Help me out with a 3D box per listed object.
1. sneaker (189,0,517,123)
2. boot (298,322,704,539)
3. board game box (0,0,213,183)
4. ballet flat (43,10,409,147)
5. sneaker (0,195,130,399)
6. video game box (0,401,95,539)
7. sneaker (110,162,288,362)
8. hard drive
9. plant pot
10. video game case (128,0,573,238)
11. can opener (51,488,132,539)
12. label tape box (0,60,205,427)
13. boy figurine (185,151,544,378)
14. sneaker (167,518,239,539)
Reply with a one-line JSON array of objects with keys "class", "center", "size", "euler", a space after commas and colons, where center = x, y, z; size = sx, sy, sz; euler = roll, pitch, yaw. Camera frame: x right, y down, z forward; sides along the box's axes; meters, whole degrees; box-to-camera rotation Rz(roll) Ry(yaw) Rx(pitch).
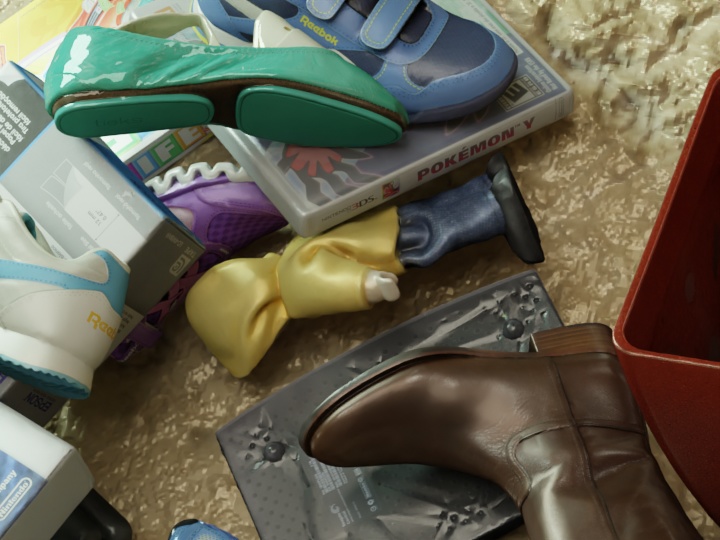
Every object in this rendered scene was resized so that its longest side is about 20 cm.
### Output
[{"class": "sneaker", "center": [-0.008, -0.143, 1.631], "size": [0.199, 0.083, 0.074], "euler": [19, 48, 17]}, {"class": "boot", "center": [0.079, 0.129, 1.492], "size": [0.185, 0.064, 0.201], "euler": [-17, 53, -3]}, {"class": "board game box", "center": [-0.152, -0.114, 1.760], "size": [0.199, 0.034, 0.135], "euler": [-35, 61, -2]}, {"class": "ballet flat", "center": [-0.071, -0.109, 1.594], "size": [0.198, 0.067, 0.071], "euler": [2, 67, -6]}, {"class": "sneaker", "center": [-0.214, -0.002, 1.563], "size": [0.199, 0.077, 0.081], "euler": [22, 78, 17]}, {"class": "video game box", "center": [-0.269, 0.135, 1.538], "size": [0.182, 0.047, 0.200], "euler": [27, 67, 29]}, {"class": "sneaker", "center": [-0.124, 0.004, 1.676], "size": [0.199, 0.080, 0.089], "euler": [-20, 67, 13]}, {"class": "hard drive", "center": [0.034, 0.098, 1.599], "size": [0.199, 0.042, 0.135], "euler": [-27, 61, 1]}, {"class": "plant pot", "center": [0.252, 0.040, 1.470], "size": [0.199, 0.177, 0.200], "euler": [10, 49, 19]}, {"class": "video game case", "center": [-0.007, -0.120, 1.679], "size": [0.181, 0.023, 0.200], "euler": [-26, 52, -20]}, {"class": "can opener", "center": [-0.215, 0.114, 1.671], "size": [0.200, 0.053, 0.067], "euler": [40, 113, 27]}, {"class": "label tape box", "center": [-0.206, 0.007, 1.626], "size": [0.200, 0.066, 0.143], "euler": [-46, 66, 0]}, {"class": "boy figurine", "center": [0.000, 0.000, 1.624], "size": [0.199, 0.124, 0.065], "euler": [-24, 105, 3]}, {"class": "sneaker", "center": [-0.118, 0.211, 1.468], "size": [0.089, 0.079, 0.200], "euler": [37, 87, 28]}]
